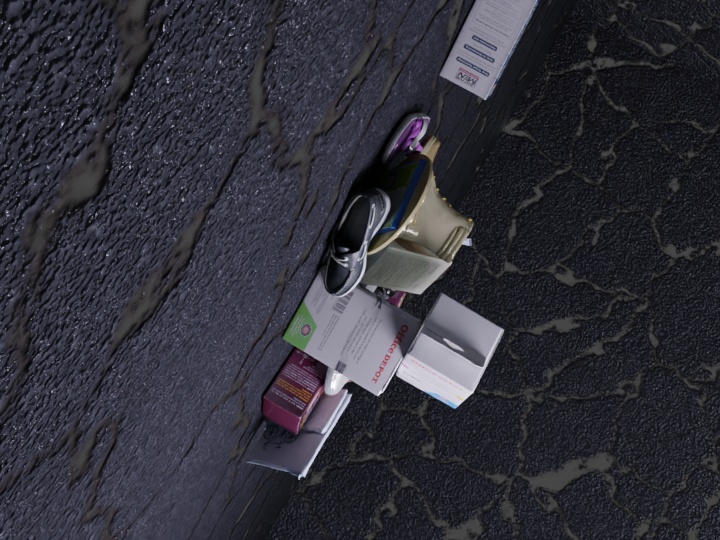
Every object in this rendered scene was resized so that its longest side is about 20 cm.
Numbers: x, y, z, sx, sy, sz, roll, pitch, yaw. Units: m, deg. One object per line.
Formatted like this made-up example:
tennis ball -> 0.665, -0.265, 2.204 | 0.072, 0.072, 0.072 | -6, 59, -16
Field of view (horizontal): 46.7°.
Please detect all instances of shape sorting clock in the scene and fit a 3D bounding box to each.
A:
shape sorting clock -> 0.056, -0.113, 1.428 | 0.200, 0.039, 0.201 | -39, -150, 29

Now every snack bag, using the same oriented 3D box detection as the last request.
snack bag -> -0.131, 0.315, 1.677 | 0.021, 0.188, 0.201 | 53, 55, -32

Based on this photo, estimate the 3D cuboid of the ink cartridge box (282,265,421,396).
ink cartridge box -> -0.012, 0.104, 1.458 | 0.146, 0.199, 0.084 | -60, 172, 3

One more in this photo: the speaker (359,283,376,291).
speaker -> -0.044, 0.074, 1.595 | 0.200, 0.081, 0.081 | -55, 171, -32

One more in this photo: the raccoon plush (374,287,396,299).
raccoon plush -> 0.000, 0.000, 1.735 | 0.199, 0.134, 0.097 | -27, -150, 34

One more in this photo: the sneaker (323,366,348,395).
sneaker -> 0.003, 0.159, 1.600 | 0.201, 0.084, 0.073 | -59, 160, -20

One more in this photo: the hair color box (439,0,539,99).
hair color box -> 0.233, -0.422, 1.497 | 0.201, 0.100, 0.061 | -63, 173, 22

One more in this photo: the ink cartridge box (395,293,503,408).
ink cartridge box -> 0.153, 0.140, 1.442 | 0.126, 0.128, 0.200 | -59, 175, -18

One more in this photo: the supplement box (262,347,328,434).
supplement box -> -0.107, 0.206, 1.645 | 0.201, 0.085, 0.111 | -57, 172, -28

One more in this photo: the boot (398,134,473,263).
boot -> 0.140, -0.130, 1.517 | 0.201, 0.155, 0.073 | -66, -171, -14

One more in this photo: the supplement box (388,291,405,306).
supplement box -> 0.027, 0.102, 2.076 | 0.200, 0.103, 0.131 | -53, 169, -45

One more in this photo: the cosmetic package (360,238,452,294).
cosmetic package -> 0.071, -0.022, 1.592 | 0.199, 0.071, 0.105 | 13, 130, -49

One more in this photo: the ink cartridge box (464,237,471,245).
ink cartridge box -> 0.127, -0.092, 1.659 | 0.196, 0.198, 0.044 | 13, 87, -82

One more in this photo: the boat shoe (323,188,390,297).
boat shoe -> -0.020, -0.044, 1.367 | 0.060, 0.075, 0.201 | -12, 127, -59

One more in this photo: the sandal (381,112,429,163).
sandal -> 0.093, -0.234, 1.465 | 0.203, 0.050, 0.083 | -48, 166, -57
